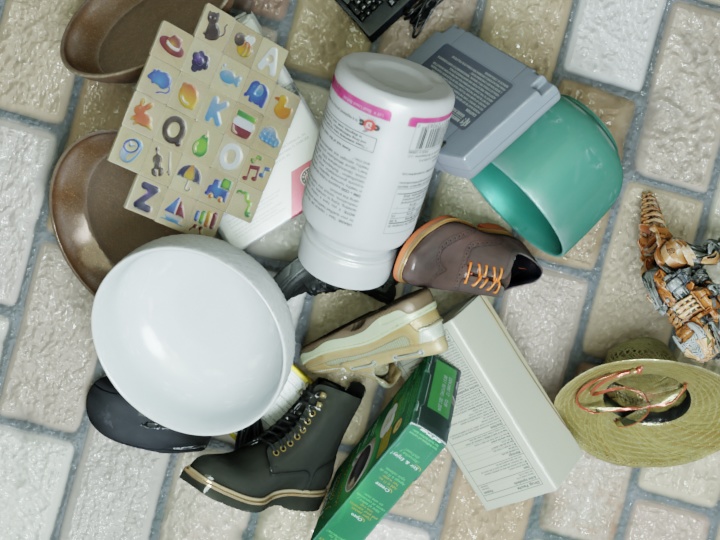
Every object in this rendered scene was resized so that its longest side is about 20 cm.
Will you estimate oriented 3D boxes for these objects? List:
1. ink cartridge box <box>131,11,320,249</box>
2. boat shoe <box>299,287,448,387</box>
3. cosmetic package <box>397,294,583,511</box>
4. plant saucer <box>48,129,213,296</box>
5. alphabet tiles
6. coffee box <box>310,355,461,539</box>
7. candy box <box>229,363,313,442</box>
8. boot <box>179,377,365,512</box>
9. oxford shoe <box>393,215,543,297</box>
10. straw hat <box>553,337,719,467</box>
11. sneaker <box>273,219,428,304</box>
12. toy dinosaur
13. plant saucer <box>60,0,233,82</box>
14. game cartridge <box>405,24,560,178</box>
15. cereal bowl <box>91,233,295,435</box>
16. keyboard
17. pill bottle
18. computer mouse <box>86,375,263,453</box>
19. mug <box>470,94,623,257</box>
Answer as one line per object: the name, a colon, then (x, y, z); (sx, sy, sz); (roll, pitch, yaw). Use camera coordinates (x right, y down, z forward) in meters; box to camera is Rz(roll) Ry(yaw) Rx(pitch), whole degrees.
ink cartridge box: (-0.121, -0.139, 1.089); (0.145, 0.085, 0.201); (-31, 94, -2)
boat shoe: (0.011, 0.084, 1.054); (0.071, 0.199, 0.077); (-28, 91, -38)
cosmetic package: (0.128, 0.136, 1.089); (0.073, 0.103, 0.201); (-36, 96, -47)
plant saucer: (-0.226, -0.049, 1.073); (0.198, 0.037, 0.202); (10, 116, 22)
alphabet tiles: (-0.142, -0.134, 0.986); (0.166, 0.006, 0.202); (23, 89, -40)
coffee box: (0.025, 0.187, 1.043); (0.044, 0.123, 0.201); (32, 120, -5)
candy box: (-0.143, 0.099, 1.120); (0.200, 0.026, 0.102); (44, 93, -3)
boot: (-0.083, 0.162, 1.051); (0.077, 0.199, 0.139); (28, 95, 31)
oxford shoe: (0.112, -0.009, 1.049); (0.072, 0.199, 0.072); (34, 117, 34)
straw hat: (0.300, 0.118, 1.110); (0.199, 0.202, 0.086); (9, 48, -3)
sneaker: (0.000, 0.000, 1.109); (0.199, 0.060, 0.104); (-39, 88, -5)
toy dinosaur: (0.338, 0.001, 1.083); (0.134, 0.102, 0.202); (6, 71, -28)
plant saucer: (-0.203, -0.249, 1.048); (0.199, 0.201, 0.037); (-31, 134, -1)
game cartridge: (0.095, -0.169, 1.056); (0.133, 0.200, 0.042); (-44, 129, 2)
cereal bowl: (-0.152, 0.053, 1.012); (0.198, 0.083, 0.202); (6, 116, 13)
keyboard: (0.069, -0.330, 1.117); (0.200, 0.040, 0.104); (-44, 92, 0)
pill bottle: (0.008, -0.090, 0.990); (0.112, 0.114, 0.202); (16, 119, -3)
computer mouse: (-0.190, 0.128, 1.086); (0.198, 0.046, 0.142); (12, 104, 5)
mug: (0.180, -0.119, 1.069); (0.114, 0.152, 0.185); (-43, 94, -5)
